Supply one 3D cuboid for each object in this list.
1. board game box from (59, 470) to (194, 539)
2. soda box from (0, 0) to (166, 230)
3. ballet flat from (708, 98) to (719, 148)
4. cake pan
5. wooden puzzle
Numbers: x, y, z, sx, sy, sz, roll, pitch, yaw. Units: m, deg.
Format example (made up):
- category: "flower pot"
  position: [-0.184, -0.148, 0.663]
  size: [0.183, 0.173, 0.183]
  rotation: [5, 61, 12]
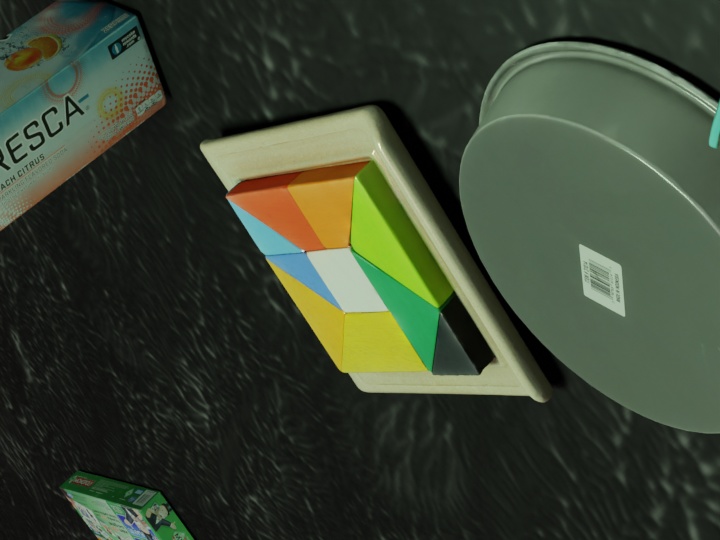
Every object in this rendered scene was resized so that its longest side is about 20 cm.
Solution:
- category: "board game box"
  position: [-0.215, 0.268, 1.667]
  size: [0.199, 0.029, 0.135]
  rotation: [1, 129, 57]
- category: "soda box"
  position: [-0.209, -0.076, 0.961]
  size: [0.063, 0.200, 0.069]
  rotation: [26, 146, 37]
- category: "ballet flat"
  position: [0.154, -0.097, 0.527]
  size: [0.069, 0.069, 0.201]
  rotation: [36, 157, 24]
- category: "cake pan"
  position: [0.119, -0.006, 0.730]
  size: [0.200, 0.037, 0.201]
  rotation: [37, 153, 22]
- category: "wooden puzzle"
  position: [0.000, 0.000, 0.929]
  size: [0.200, 0.037, 0.186]
  rotation: [1, 128, 58]
